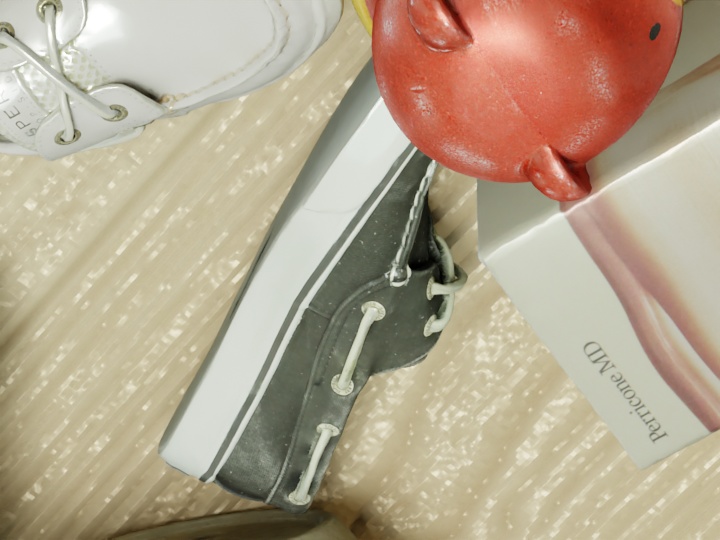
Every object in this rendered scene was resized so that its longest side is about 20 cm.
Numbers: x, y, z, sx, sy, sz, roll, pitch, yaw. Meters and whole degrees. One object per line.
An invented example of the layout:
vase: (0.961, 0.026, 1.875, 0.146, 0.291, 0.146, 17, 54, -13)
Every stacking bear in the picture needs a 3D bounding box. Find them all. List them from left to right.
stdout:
stacking bear: (0.045, -0.094, 0.757, 0.113, 0.200, 0.122, -24, 116, 17)

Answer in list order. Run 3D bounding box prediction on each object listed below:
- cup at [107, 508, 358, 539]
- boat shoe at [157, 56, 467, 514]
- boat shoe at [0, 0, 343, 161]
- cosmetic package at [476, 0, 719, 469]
cup: (-0.044, 0.162, 0.939, 0.200, 0.200, 0.144, -9, 93, 9)
boat shoe: (0.000, 0.000, 0.894, 0.064, 0.071, 0.200, 26, 127, -5)
boat shoe: (-0.087, -0.063, 0.808, 0.200, 0.069, 0.071, -11, 116, 48)
cosmetic package: (0.144, -0.038, 0.849, 0.200, 0.087, 0.103, -31, 115, 20)
